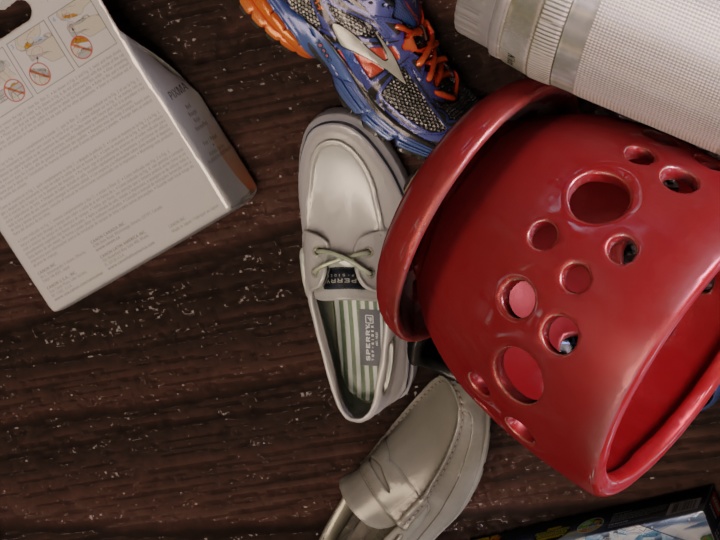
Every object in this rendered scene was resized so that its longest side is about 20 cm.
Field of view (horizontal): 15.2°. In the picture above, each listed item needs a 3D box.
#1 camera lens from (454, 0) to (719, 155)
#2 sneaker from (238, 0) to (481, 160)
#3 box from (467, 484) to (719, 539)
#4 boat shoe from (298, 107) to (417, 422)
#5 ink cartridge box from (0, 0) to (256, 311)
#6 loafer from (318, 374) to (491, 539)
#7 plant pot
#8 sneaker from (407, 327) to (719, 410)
[{"bbox_3d":[0.171,-0.162,1.504,0.200,0.160,0.160,23,120,7],"label":"camera lens"},{"bbox_3d":[0.014,-0.138,1.622,0.200,0.075,0.078,40,117,-4],"label":"sneaker"},{"bbox_3d":[0.158,0.226,1.761,0.200,0.040,0.137,-15,107,24],"label":"box"},{"bbox_3d":[0.000,0.000,1.694,0.073,0.067,0.200,-5,112,21],"label":"boat shoe"},{"bbox_3d":[-0.184,-0.094,1.733,0.162,0.050,0.200,-28,94,28],"label":"ink cartridge box"},{"bbox_3d":[0.023,0.145,1.745,0.070,0.070,0.200,3,126,-33],"label":"loafer"},{"bbox_3d":[0.124,0.002,1.556,0.182,0.200,0.201,34,122,21],"label":"plant pot"},{"bbox_3d":[0.125,0.058,1.671,0.200,0.078,0.070,12,118,14],"label":"sneaker"}]
